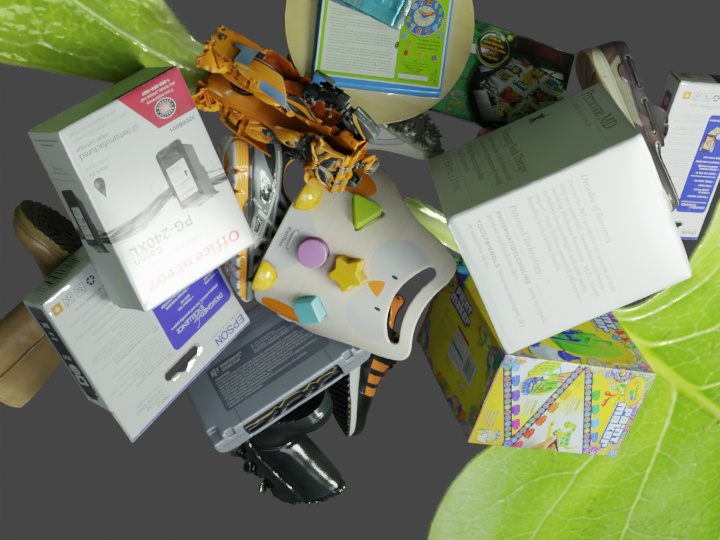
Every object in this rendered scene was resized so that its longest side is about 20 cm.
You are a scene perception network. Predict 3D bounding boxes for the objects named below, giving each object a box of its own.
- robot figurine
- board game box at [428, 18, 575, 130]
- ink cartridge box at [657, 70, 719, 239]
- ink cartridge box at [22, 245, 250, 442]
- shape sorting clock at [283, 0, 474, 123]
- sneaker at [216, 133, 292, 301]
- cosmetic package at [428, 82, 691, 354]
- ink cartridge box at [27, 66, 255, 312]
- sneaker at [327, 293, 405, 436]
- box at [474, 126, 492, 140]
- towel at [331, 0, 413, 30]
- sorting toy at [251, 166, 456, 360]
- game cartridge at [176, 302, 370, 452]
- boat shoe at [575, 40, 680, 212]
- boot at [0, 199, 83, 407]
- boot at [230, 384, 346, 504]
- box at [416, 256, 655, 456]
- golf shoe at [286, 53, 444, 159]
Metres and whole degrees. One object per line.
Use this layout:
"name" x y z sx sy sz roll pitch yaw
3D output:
"robot figurine" -0.071 -0.148 1.424 0.200 0.058 0.145 34 152 5
"board game box" 0.126 -0.205 1.522 0.199 0.023 0.105 15 93 -25
"ink cartridge box" 0.371 -0.129 1.665 0.094 0.037 0.201 2 120 -19
"ink cartridge box" -0.229 0.043 1.526 0.198 0.043 0.200 -46 128 -28
"shape sorting clock" 0.019 -0.247 1.442 0.199 0.039 0.201 -4 102 -18
"sneaker" -0.109 -0.054 1.546 0.077 0.078 0.201 -11 128 -23
"cosmetic package" 0.196 -0.055 1.455 0.199 0.167 0.167 -24 114 6
"ink cartridge box" -0.211 -0.079 1.428 0.145 0.083 0.200 -34 112 -27
"sneaker" 0.014 0.111 1.696 0.090 0.070 0.201 -13 129 -19
"box" 0.213 -0.082 1.609 0.199 0.096 0.100 15 116 -25
"towel" 0.006 -0.338 1.343 0.146 0.022 0.200 24 117 2
"sorting toy" 0.000 0.000 1.525 0.180 0.107 0.200 31 103 12
"game cartridge" -0.100 0.098 1.610 0.200 0.133 0.040 -33 143 -1
"boat shoe" 0.299 -0.155 1.556 0.065 0.072 0.200 -25 83 -9
"boot" -0.355 0.041 1.539 0.200 0.066 0.175 -41 124 13
"boot" -0.072 0.201 1.673 0.198 0.073 0.163 -7 128 44
"box" 0.195 0.098 1.661 0.192 0.200 0.122 8 119 -23
"golf shoe" -0.009 -0.157 1.520 0.200 0.078 0.097 26 130 -24
